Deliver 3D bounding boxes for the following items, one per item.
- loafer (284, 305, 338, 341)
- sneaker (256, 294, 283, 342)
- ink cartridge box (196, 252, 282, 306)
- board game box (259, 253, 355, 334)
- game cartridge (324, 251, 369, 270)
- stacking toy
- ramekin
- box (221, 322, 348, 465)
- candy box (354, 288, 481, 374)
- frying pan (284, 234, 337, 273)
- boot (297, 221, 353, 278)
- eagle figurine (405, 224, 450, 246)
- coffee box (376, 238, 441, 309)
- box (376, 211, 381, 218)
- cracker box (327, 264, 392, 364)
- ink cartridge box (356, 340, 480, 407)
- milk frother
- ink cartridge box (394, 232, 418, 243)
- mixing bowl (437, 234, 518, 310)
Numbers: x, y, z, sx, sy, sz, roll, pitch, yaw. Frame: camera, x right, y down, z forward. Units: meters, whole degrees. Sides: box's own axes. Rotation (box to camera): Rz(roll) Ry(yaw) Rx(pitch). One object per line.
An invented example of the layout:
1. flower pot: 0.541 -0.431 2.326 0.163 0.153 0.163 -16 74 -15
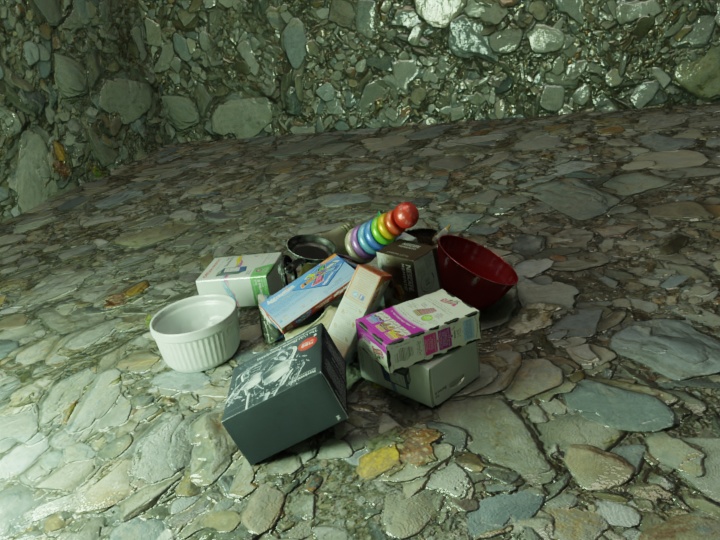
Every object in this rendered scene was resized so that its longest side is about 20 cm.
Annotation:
1. loafer: -0.118 0.139 1.463 0.200 0.068 0.076 -46 -10 -5
2. sneaker: -0.194 0.100 1.699 0.088 0.080 0.200 -9 22 -7
3. ink cartridge box: -0.306 0.027 1.884 0.196 0.089 0.146 -5 24 15
4. board game box: -0.103 0.045 1.497 0.198 0.020 0.103 -34 43 -17
5. game cartridge: 0.000 0.000 1.629 0.128 0.039 0.199 17 7 -45
6. stacking toy: 0.052 -0.087 1.564 0.085 0.086 0.199 -31 0 -42
7. ramekin: -0.363 0.143 1.630 0.196 0.107 0.201 -8 23 4
8. box: -0.129 0.215 1.290 0.197 0.105 0.183 -27 22 8
9. candy box: 0.106 0.109 1.343 0.197 0.062 0.136 -18 24 -20
10. frying pan: -0.105 -0.028 1.564 0.112 0.031 0.191 6 30 -7
11. boot: -0.078 -0.008 1.757 0.071 0.204 0.153 27 36 35
12. eagle figurine: 0.178 -0.052 1.801 0.148 0.154 0.200 8 19 13
13. coffee box: 0.110 0.048 1.527 0.079 0.204 0.113 -27 28 -37
14. box: 0.071 -0.033 1.736 0.047 0.204 0.118 -10 22 -1
15. cracker box: -0.011 0.090 1.441 0.057 0.203 0.134 25 5 10
16. ink cartridge box: 0.111 0.168 1.397 0.144 0.089 0.198 -26 29 -36
17. milk frother: -0.075 0.059 1.585 0.184 0.204 0.181 -12 18 -8
18. ink cartridge box: 0.122 0.007 1.642 0.039 0.202 0.099 -33 27 -16
19. mixing bowl: 0.240 0.018 1.619 0.197 0.110 0.201 22 23 -10
